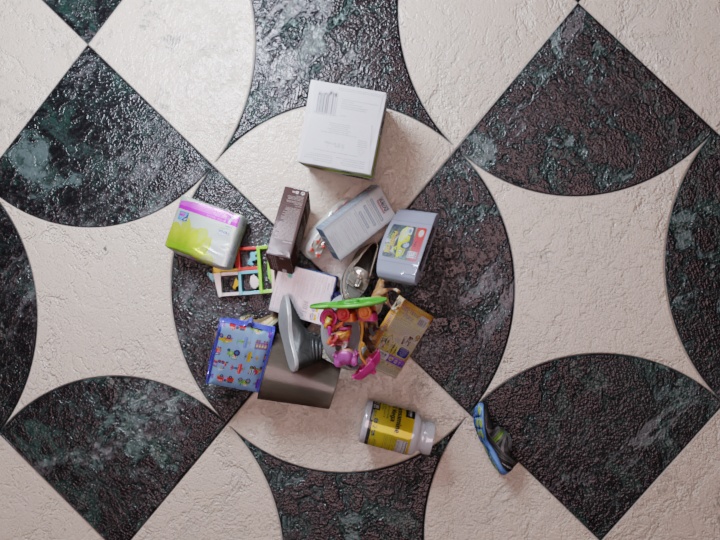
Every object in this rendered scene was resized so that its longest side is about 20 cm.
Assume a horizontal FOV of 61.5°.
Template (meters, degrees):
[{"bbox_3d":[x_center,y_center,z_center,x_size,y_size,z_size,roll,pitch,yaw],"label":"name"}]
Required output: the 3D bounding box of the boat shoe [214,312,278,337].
[{"bbox_3d":[-0.317,0.159,1.672,0.196,0.074,0.068,-27,95,4],"label":"boat shoe"}]

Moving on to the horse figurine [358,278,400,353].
[{"bbox_3d":[0.043,0.105,1.571,0.049,0.132,0.204,25,91,-32],"label":"horse figurine"}]

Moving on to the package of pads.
[{"bbox_3d":[-0.423,-0.099,1.661,0.194,0.068,0.159,17,83,8],"label":"package of pads"}]

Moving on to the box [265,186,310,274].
[{"bbox_3d":[-0.189,-0.107,1.607,0.072,0.101,0.206,10,66,3],"label":"box"}]

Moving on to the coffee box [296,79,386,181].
[{"bbox_3d":[-0.043,-0.357,1.577,0.193,0.198,0.207,11,94,2],"label":"coffee box"}]

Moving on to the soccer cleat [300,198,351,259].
[{"bbox_3d":[-0.093,-0.120,1.656,0.201,0.077,0.069,-52,125,-10],"label":"soccer cleat"}]

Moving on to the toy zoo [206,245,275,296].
[{"bbox_3d":[-0.336,0.002,1.695,0.193,0.020,0.136,-4,91,4],"label":"toy zoo"}]

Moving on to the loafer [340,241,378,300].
[{"bbox_3d":[0.000,0.000,1.591,0.071,0.203,0.063,34,135,-13],"label":"loafer"}]

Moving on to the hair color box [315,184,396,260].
[{"bbox_3d":[-0.011,-0.129,1.611,0.198,0.060,0.100,-38,110,-13],"label":"hair color box"}]

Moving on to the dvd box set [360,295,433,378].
[{"bbox_3d":[0.099,0.180,1.622,0.029,0.145,0.203,35,95,46],"label":"dvd box set"}]

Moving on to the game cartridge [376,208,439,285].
[{"bbox_3d":[0.117,-0.065,1.571,0.130,0.041,0.205,7,67,34],"label":"game cartridge"}]

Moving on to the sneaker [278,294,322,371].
[{"bbox_3d":[-0.155,0.162,1.599,0.097,0.071,0.206,-3,69,-30],"label":"sneaker"}]

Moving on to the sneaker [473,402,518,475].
[{"bbox_3d":[0.367,0.449,1.644,0.081,0.071,0.204,-25,91,-10],"label":"sneaker"}]

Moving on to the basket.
[{"bbox_3d":[-0.160,0.287,1.639,0.194,0.136,0.186,17,80,-2],"label":"basket"}]

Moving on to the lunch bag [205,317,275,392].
[{"bbox_3d":[-0.316,0.210,1.604,0.146,0.095,0.204,13,122,-15],"label":"lunch bag"}]

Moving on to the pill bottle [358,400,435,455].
[{"bbox_3d":[0.099,0.429,1.632,0.194,0.112,0.116,14,92,3],"label":"pill bottle"}]

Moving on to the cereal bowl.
[{"bbox_3d":[-0.039,0.161,1.612,0.082,0.197,0.207,-3,92,39],"label":"cereal bowl"}]

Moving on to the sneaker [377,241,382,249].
[{"bbox_3d":[0.123,-0.054,1.647,0.196,0.060,0.106,-27,90,8],"label":"sneaker"}]

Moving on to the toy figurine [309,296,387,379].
[{"bbox_3d":[-0.023,0.169,1.463,0.193,0.150,0.191,-4,93,13],"label":"toy figurine"}]

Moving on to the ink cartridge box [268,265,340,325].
[{"bbox_3d":[-0.139,0.067,1.656,0.194,0.076,0.141,15,93,5],"label":"ink cartridge box"}]
